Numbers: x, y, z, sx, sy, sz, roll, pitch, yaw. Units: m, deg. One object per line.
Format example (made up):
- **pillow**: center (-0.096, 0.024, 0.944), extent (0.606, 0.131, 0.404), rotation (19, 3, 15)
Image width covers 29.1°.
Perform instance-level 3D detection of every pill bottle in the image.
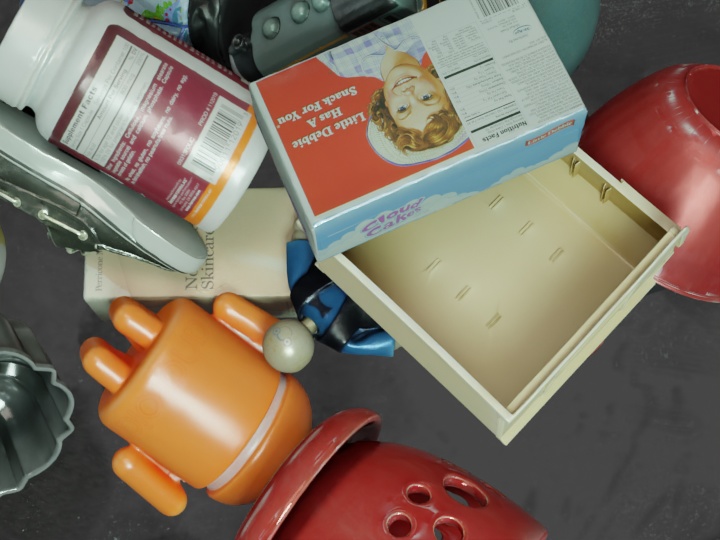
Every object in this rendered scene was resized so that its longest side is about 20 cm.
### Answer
- **pill bottle**: center (-0.168, -0.124, 1.022), extent (0.198, 0.114, 0.115), rotation (30, 77, -13)

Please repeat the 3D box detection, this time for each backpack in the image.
- **backpack**: center (-0.183, -0.207, 1.132), extent (0.197, 0.163, 0.156), rotation (19, 92, 11)

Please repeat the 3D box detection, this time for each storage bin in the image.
- **storage bin**: center (0.096, -0.020, 0.981), extent (0.200, 0.094, 0.199), rotation (42, 77, 16)

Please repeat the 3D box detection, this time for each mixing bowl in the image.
- **mixing bowl**: center (0.265, -0.087, 1.074), extent (0.197, 0.109, 0.202), rotation (15, 43, -15)

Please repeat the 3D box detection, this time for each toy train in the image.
- **toy train**: center (-0.007, -0.179, 1.026), extent (0.198, 0.113, 0.087), rotation (-18, 67, 39)

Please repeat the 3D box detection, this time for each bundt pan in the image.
- **bundt pan**: center (-0.320, 0.099, 1.044), extent (0.200, 0.203, 0.076), rotation (-24, 53, -6)

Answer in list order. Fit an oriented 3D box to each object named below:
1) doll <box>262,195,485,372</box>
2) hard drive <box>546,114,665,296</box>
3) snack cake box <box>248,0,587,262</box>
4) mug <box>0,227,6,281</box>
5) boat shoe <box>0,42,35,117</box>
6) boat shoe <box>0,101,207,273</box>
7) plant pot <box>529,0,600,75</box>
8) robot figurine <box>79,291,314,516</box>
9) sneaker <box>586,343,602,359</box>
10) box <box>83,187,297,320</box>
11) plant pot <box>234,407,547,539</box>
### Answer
- **doll**: center (0.000, 0.000, 1.054), extent (0.136, 0.049, 0.200), rotation (41, 77, 17)
- **hard drive**: center (0.173, -0.057, 1.107), extent (0.134, 0.043, 0.201), rotation (-15, 58, -39)
- **snack cake box**: center (0.038, -0.102, 0.930), extent (0.198, 0.067, 0.116), rotation (-23, 71, -6)
- **mug**: center (-0.340, -0.035, 1.077), extent (0.149, 0.153, 0.187), rotation (41, 88, 22)
- **boat shoe**: center (-0.257, -0.122, 1.088), extent (0.062, 0.201, 0.074), rotation (4, 55, 37)
- **boat shoe**: center (-0.210, -0.049, 1.051), extent (0.199, 0.071, 0.064), rotation (34, 109, -9)
- **plant pot**: center (0.109, -0.251, 1.149), extent (0.197, 0.135, 0.203), rotation (0, 76, 0)
- **robot figurine**: center (-0.121, 0.102, 1.061), extent (0.199, 0.116, 0.145), rotation (37, 47, -15)
- **sneaker**: center (0.107, 0.014, 1.115), extent (0.198, 0.079, 0.097), rotation (22, 79, 5)
- **box**: center (-0.119, -0.013, 1.121), extent (0.197, 0.078, 0.097), rotation (-2, 77, -1)
- **plant pot**: center (0.010, 0.219, 1.008), extent (0.181, 0.201, 0.201), rotation (33, 79, 13)
